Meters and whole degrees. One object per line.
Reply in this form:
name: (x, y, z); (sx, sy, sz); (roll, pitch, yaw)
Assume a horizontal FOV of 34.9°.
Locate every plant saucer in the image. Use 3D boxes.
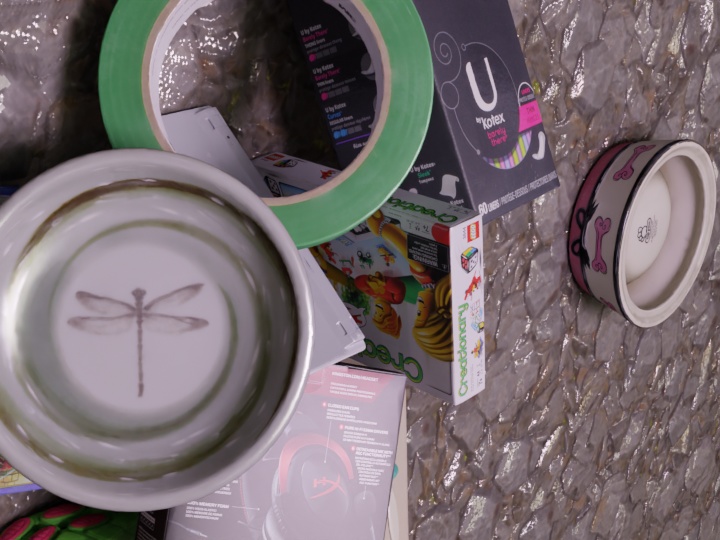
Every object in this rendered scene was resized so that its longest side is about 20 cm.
plant saucer: (-0.126, 0.033, 0.653); (0.199, 0.050, 0.201); (0, 89, -6)

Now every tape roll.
tape roll: (-0.056, -0.112, 0.700); (0.048, 0.200, 0.201); (153, -42, -87)

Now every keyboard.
keyboard: (-0.068, -0.024, 0.740); (0.056, 0.200, 0.011); (-23, 163, -37)

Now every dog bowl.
dog bowl: (0.294, -0.046, 1.207); (0.200, 0.074, 0.201); (-22, 121, -42)

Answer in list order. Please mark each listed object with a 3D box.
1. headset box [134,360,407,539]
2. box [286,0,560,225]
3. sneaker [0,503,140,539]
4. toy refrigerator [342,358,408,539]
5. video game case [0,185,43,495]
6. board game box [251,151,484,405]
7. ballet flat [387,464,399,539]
headset box: (-0.059, 0.133, 0.737); (0.148, 0.075, 0.201); (10, 84, -24)
box: (0.045, -0.130, 0.807); (0.122, 0.106, 0.201); (-27, 102, -49)
sneaker: (-0.166, 0.194, 0.772); (0.200, 0.077, 0.084); (-15, 112, -44)
toy refrigerator: (-0.011, 0.180, 0.945); (0.070, 0.076, 0.201); (-25, 122, -41)
video game case: (-0.192, 0.042, 0.707); (0.200, 0.045, 0.182); (1, 102, -49)
board game box: (0.000, 0.000, 0.790); (0.035, 0.200, 0.127); (-25, 122, -38)
ballet flat: (-0.009, 0.221, 0.875); (0.067, 0.070, 0.201); (-40, 145, -59)
